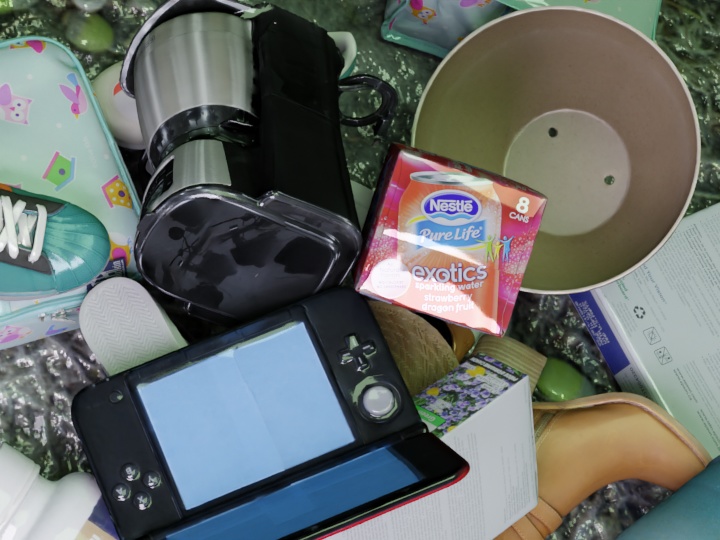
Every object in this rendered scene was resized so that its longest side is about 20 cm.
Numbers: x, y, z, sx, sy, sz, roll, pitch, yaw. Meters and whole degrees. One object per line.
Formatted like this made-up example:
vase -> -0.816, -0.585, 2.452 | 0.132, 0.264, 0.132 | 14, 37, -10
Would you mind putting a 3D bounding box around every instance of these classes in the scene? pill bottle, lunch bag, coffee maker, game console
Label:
pill bottle -> -0.163, 0.196, 1.623 | 0.200, 0.111, 0.111 | 35, 59, -7
lunch bag -> -0.235, -0.048, 1.716 | 0.160, 0.077, 0.200 | -15, 75, -29
coffee maker -> -0.056, -0.069, 1.685 | 0.191, 0.135, 0.200 | 1, 46, -10
game console -> -0.059, 0.098, 1.548 | 0.200, 0.119, 0.173 | -21, 71, -9
lunch bag -> 0.133, -0.228, 1.938 | 0.199, 0.122, 0.171 | 18, 61, -10

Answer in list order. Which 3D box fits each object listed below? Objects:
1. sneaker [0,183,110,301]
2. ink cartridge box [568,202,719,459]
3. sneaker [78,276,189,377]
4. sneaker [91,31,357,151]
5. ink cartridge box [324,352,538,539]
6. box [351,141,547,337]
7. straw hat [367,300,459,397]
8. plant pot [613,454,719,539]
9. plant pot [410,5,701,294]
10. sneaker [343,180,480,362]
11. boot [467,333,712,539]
sneaker -> -0.253, -0.029, 1.618 | 0.199, 0.080, 0.072 | 9, 75, -6
ink cartridge box -> 0.275, 0.053, 1.925 | 0.200, 0.043, 0.197 | -21, 77, -32
sneaker -> -0.107, 0.105, 1.677 | 0.074, 0.116, 0.200 | -28, 66, 3
sneaker -> -0.093, -0.137, 1.810 | 0.199, 0.093, 0.071 | -8, 72, -27
ink cartridge box -> 0.029, 0.148, 1.663 | 0.200, 0.109, 0.050 | -32, 41, -33
box -> 0.054, -0.023, 1.683 | 0.099, 0.200, 0.096 | 18, 94, -2
straw hat -> -0.023, 0.119, 1.727 | 0.201, 0.085, 0.202 | 0, 91, -39
plant pot -> 0.217, 0.253, 1.735 | 0.188, 0.200, 0.200 | -28, 82, -16
plant pot -> 0.143, -0.078, 1.851 | 0.200, 0.134, 0.201 | -1, 85, 9
sneaker -> 0.000, 0.000, 1.804 | 0.200, 0.073, 0.085 | 30, 57, -12
boot -> 0.136, 0.151, 1.804 | 0.200, 0.074, 0.155 | 25, 64, 0
